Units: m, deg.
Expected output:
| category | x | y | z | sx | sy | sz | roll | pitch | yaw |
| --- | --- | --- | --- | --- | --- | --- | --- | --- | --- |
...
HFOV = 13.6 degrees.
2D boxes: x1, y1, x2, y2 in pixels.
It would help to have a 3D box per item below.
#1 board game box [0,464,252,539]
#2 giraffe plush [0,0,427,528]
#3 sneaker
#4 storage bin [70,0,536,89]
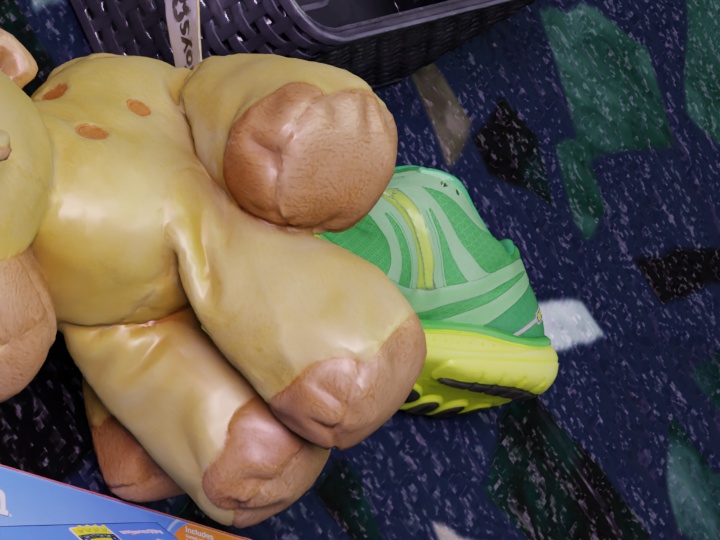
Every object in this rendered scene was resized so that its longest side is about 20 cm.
| category | x | y | z | sx | sy | sz | roll | pitch | yaw |
| --- | --- | --- | --- | --- | --- | --- | --- | --- | --- |
| board game box | -0.102 | 0.115 | 0.952 | 0.199 | 0.019 | 0.104 | 22 | 53 | -42 |
| giraffe plush | -0.097 | -0.015 | 0.941 | 0.161 | 0.172 | 0.201 | -3 | 64 | -42 |
| sneaker | 0.000 | 0.000 | 1.115 | 0.200 | 0.074 | 0.084 | 24 | 52 | -54 |
| storage bin | -0.023 | -0.140 | 1.155 | 0.200 | 0.093 | 0.136 | -20 | 83 | -55 |
